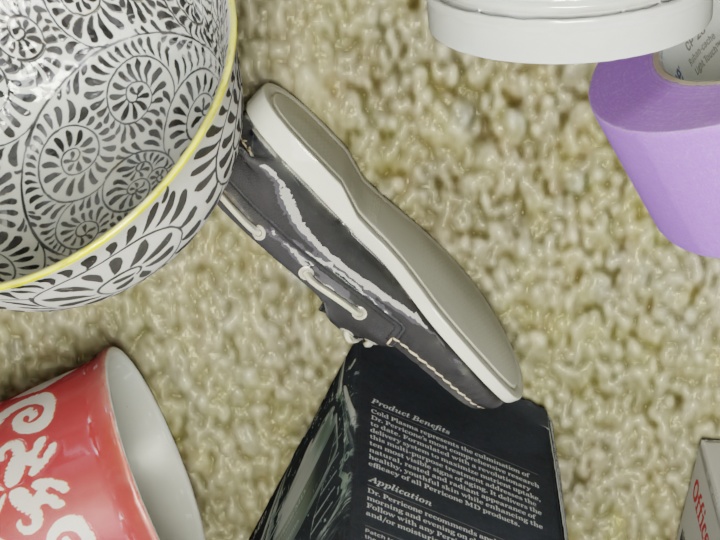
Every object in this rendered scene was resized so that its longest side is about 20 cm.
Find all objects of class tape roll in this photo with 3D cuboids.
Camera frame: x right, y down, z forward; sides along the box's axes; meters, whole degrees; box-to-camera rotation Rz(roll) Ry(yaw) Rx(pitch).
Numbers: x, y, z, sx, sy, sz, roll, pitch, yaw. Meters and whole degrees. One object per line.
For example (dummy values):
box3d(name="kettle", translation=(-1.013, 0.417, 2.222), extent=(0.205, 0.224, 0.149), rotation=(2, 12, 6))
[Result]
box3d(name="tape roll", translation=(0.197, -0.091, 0.649), extent=(0.200, 0.200, 0.066), rotation=(-27, 112, 15))

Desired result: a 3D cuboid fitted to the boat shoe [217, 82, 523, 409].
box3d(name="boat shoe", translation=(0.000, 0.000, 0.772), extent=(0.060, 0.074, 0.200), rotation=(-39, 106, 19))

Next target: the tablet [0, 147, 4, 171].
box3d(name="tablet", translation=(-0.279, -0.049, 0.724), extent=(0.200, 0.014, 0.130), rotation=(-36, 104, -18))

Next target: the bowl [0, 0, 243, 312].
box3d(name="bowl", translation=(-0.126, -0.053, 0.711), extent=(0.200, 0.201, 0.094), rotation=(-21, 143, 12))

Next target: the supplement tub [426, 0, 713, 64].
box3d(name="supplement tub", translation=(0.082, -0.198, 0.631), extent=(0.144, 0.145, 0.201), rotation=(-3, 116, 4))

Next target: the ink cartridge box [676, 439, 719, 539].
box3d(name="ink cartridge box", translation=(0.207, 0.211, 0.827), extent=(0.084, 0.146, 0.201), rotation=(9, 116, -1))

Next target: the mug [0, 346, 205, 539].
box3d(name="mug", translation=(-0.185, 0.155, 0.789), extent=(0.199, 0.133, 0.178), rotation=(-21, 78, 2))

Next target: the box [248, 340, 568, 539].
box3d(name="box", translation=(0.008, 0.176, 0.789), extent=(0.124, 0.197, 0.200), rotation=(24, 115, -8))
